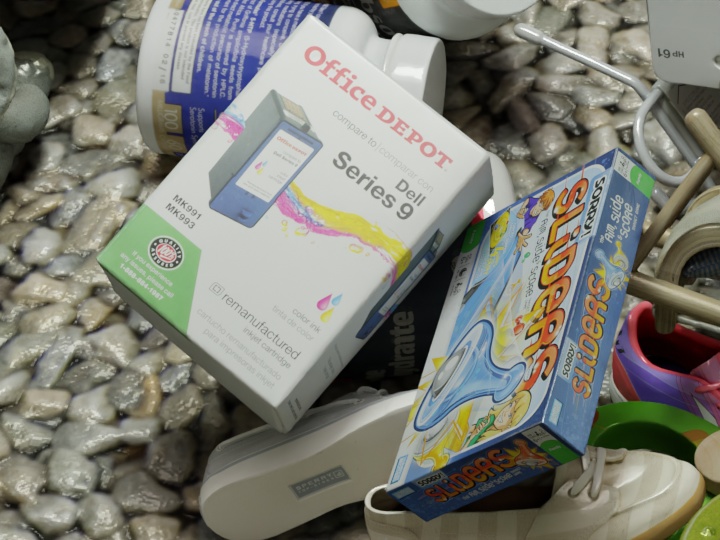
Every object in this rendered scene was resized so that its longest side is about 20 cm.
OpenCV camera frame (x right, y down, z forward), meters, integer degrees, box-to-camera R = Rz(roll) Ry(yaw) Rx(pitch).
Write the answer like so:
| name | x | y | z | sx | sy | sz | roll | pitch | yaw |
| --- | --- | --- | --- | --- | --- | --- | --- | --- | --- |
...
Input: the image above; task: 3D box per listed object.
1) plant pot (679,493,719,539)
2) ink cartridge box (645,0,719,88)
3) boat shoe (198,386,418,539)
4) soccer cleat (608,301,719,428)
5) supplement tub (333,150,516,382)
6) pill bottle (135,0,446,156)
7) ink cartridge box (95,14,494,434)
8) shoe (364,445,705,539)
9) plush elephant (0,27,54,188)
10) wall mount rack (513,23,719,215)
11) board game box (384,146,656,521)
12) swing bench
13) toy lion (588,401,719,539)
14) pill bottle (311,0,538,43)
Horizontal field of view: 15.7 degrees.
| name | x | y | z | sx | sy | sz | roll | pitch | yaw |
| --- | --- | --- | --- | --- | --- | --- | --- | --- | --- |
| plant pot | 0.228 | 0.218 | 1.387 | 0.200 | 0.193 | 0.201 | -1 | 43 | 1 |
| ink cartridge box | 0.293 | -0.200 | 1.740 | 0.144 | 0.085 | 0.200 | 9 | 38 | 29 |
| boat shoe | -0.004 | 0.104 | 1.590 | 0.200 | 0.072 | 0.069 | -25 | 35 | 15 |
| soccer cleat | 0.237 | 0.090 | 1.611 | 0.200 | 0.073 | 0.068 | 32 | 53 | 31 |
| supplement tub | 0.000 | 0.000 | 1.670 | 0.200 | 0.141 | 0.141 | -6 | 43 | -3 |
| pill bottle | -0.046 | -0.129 | 1.826 | 0.200 | 0.120 | 0.120 | 7 | 44 | 11 |
| ink cartridge box | -0.037 | -0.028 | 1.558 | 0.145 | 0.088 | 0.200 | 40 | 80 | 12 |
| shoe | 0.097 | 0.134 | 1.500 | 0.200 | 0.053 | 0.070 | -11 | 37 | 14 |
| plush elephant | -0.300 | -0.124 | 1.804 | 0.164 | 0.155 | 0.200 | -5 | 42 | -2 |
| wall mount rack | 0.208 | -0.141 | 1.803 | 0.075 | 0.174 | 0.200 | -22 | 20 | 49 |
| board game box | 0.093 | 0.036 | 1.489 | 0.034 | 0.135 | 0.200 | 37 | 49 | -23 |
| swing bench | 0.260 | -0.005 | 1.604 | 0.200 | 0.130 | 0.199 | 37 | 16 | 5 |
| toy lion | 0.124 | 0.145 | 1.567 | 0.200 | 0.069 | 0.192 | -38 | 46 | -25 |
| pill bottle | 0.051 | -0.219 | 1.857 | 0.116 | 0.117 | 0.200 | -26 | 11 | -23 |
